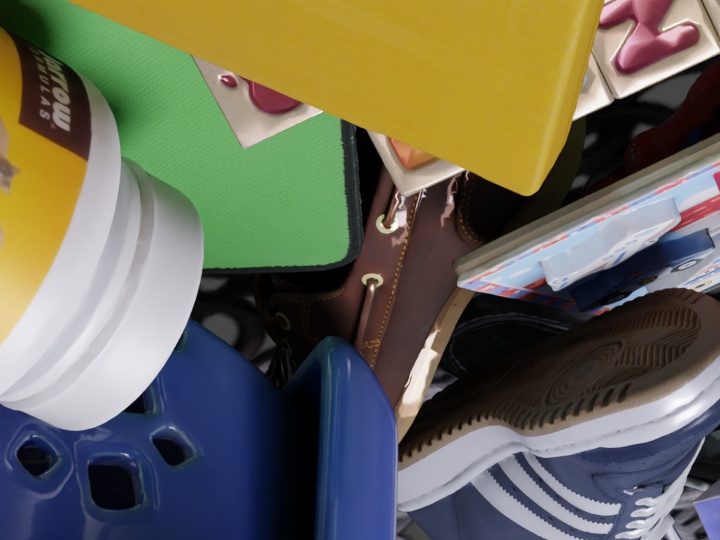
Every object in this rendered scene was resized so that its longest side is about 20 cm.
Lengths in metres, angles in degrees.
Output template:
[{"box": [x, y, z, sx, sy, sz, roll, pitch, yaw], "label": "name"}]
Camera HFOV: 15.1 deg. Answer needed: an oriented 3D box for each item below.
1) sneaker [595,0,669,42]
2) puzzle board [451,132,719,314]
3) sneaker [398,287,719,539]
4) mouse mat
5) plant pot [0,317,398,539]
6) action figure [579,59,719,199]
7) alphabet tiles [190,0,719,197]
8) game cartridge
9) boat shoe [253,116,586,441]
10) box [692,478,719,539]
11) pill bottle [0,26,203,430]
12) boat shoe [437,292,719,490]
[{"box": [0.081, -0.096, 0.791, 0.200, 0.074, 0.084, -15, 167, 14], "label": "sneaker"}, {"box": [0.144, -0.029, 0.864, 0.200, 0.017, 0.151, -25, 165, 20], "label": "puzzle board"}, {"box": [0.088, 0.077, 0.905, 0.070, 0.109, 0.200, -42, -172, -29], "label": "sneaker"}, {"box": [-0.101, -0.045, 0.811, 0.199, 0.008, 0.161, 0, 144, 3], "label": "mouse mat"}, {"box": [-0.094, 0.119, 0.876, 0.179, 0.200, 0.200, 11, 149, -16], "label": "plant pot"}, {"box": [0.154, -0.061, 0.908, 0.200, 0.052, 0.065, -31, 139, 29], "label": "action figure"}, {"box": [0.033, -0.115, 0.726, 0.200, 0.006, 0.167, -24, 112, 12], "label": "alphabet tiles"}, {"box": [-0.029, -0.116, 0.656, 0.200, 0.032, 0.176, 23, 145, 8], "label": "game cartridge"}, {"box": [0.000, 0.000, 0.915, 0.070, 0.070, 0.200, 9, 132, -25], "label": "boat shoe"}, {"box": [0.210, 0.056, 0.991, 0.119, 0.042, 0.200, -21, -174, 42], "label": "box"}, {"box": [-0.142, -0.029, 0.735, 0.200, 0.109, 0.109, 29, 127, -33], "label": "pill bottle"}, {"box": [0.092, 0.045, 1.016, 0.074, 0.068, 0.199, -36, 142, 27], "label": "boat shoe"}]
